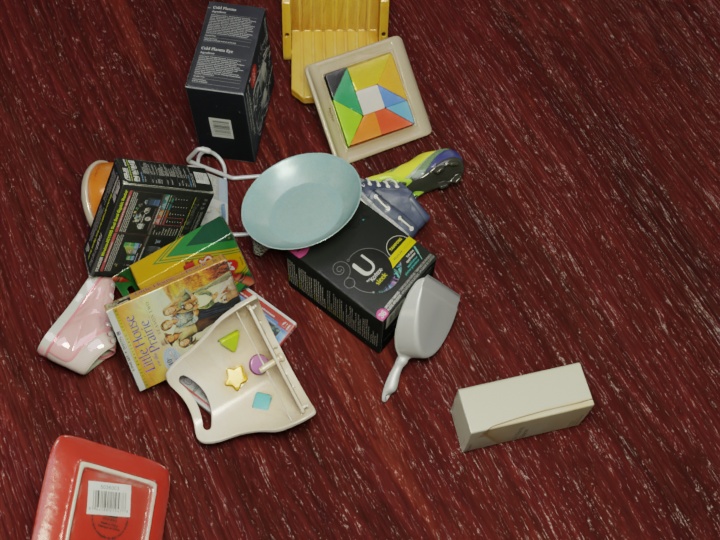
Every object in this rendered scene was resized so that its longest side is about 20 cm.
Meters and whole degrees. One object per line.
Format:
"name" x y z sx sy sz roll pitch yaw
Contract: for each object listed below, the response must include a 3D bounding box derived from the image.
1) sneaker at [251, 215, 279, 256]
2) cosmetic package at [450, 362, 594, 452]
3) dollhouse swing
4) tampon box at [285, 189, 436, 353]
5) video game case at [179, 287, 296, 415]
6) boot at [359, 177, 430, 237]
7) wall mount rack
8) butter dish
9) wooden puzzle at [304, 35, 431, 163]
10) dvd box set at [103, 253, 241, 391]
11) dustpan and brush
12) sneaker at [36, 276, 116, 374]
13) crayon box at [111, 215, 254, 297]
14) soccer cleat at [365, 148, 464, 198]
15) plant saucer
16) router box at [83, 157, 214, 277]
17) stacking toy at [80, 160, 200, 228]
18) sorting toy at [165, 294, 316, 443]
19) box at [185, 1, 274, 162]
"sneaker" -0.112 -0.079 1.626 0.197 0.090 0.077 -17 42 -32
"cosmetic package" 0.245 0.210 1.474 0.196 0.104 0.074 -13 65 -7
"dollhouse swing" -0.046 -0.431 1.755 0.195 0.184 0.178 0 43 -3
"tampon box" 0.000 0.000 1.555 0.199 0.127 0.150 36 66 15
"video game case" -0.216 0.123 1.548 0.142 0.018 0.201 33 67 14
"boot" 0.024 -0.129 1.622 0.090 0.073 0.200 -44 100 -5
"wall mount rack" -0.216 -0.124 1.645 0.172 0.074 0.204 17 57 -37
"butter dish" -0.389 0.359 1.360 0.198 0.146 0.203 27 56 -37
"wooden puzzle" 0.017 -0.305 1.718 0.197 0.037 0.188 -20 93 -14
"dvd box set" -0.277 0.080 1.486 0.197 0.149 0.029 -23 24 -14
"dustpan and brush" 0.083 0.115 1.521 0.056 0.139 0.204 11 80 33
"sneaker" -0.416 0.078 1.536 0.104 0.076 0.202 32 58 -3
"crayon box" -0.278 0.015 1.526 0.198 0.128 0.051 -30 50 -8
"soccer cleat" 0.085 -0.163 1.688 0.196 0.066 0.084 -18 32 -4
"plant saucer" -0.090 -0.101 1.522 0.197 0.039 0.204 -8 51 10
"router box" -0.333 -0.075 1.501 0.148 0.201 0.063 3 44 -34
"stacking toy" -0.339 -0.125 1.564 0.196 0.146 0.149 -12 61 18
"sorting toy" -0.193 0.167 1.464 0.178 0.107 0.203 -28 94 -10
"box" -0.221 -0.324 1.668 0.102 0.201 0.185 7 64 3
